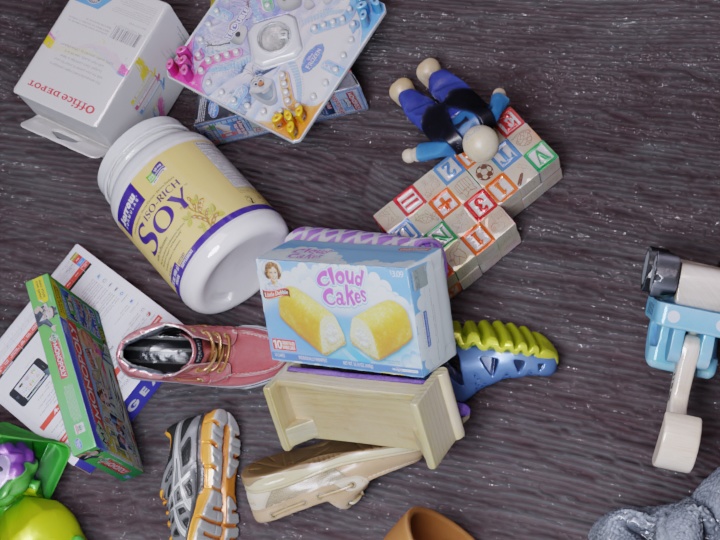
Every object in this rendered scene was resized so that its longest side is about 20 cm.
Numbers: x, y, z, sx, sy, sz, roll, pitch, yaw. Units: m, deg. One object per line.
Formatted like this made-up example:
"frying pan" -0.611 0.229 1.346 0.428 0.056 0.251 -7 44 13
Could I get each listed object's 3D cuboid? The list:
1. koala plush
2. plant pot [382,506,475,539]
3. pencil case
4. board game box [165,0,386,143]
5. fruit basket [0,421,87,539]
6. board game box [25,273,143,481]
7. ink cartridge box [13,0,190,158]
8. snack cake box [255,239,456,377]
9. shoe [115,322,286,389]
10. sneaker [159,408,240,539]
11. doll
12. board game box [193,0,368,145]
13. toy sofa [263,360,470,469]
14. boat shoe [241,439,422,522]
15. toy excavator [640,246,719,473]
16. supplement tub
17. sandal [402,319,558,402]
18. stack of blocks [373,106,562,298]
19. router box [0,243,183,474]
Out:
"koala plush" 0.338 0.251 1.254 0.200 0.177 0.184 -43 56 -1
"plant pot" 0.069 0.350 1.276 0.140 0.200 0.200 -46 66 12
"pencil case" 0.000 0.000 1.436 0.199 0.084 0.086 6 104 42
"board game box" -0.102 -0.274 1.562 0.199 0.026 0.201 29 79 21
"fruit basket" -0.382 0.274 1.415 0.215 0.155 0.217 -10 72 34
"board game box" -0.292 0.116 1.414 0.029 0.135 0.201 -22 67 4
"ink cartridge box" -0.309 -0.228 1.605 0.128 0.125 0.201 24 77 20
"snack cake box" -0.006 0.035 1.356 0.199 0.067 0.116 3 111 38
"shoe" -0.166 0.093 1.441 0.199 0.091 0.072 1 85 -8
"sneaker" -0.179 0.251 1.430 0.077 0.078 0.201 -6 64 25
"doll" 0.099 -0.168 1.483 0.136 0.049 0.200 -36 36 -2
"board game box" -0.087 -0.252 1.597 0.198 0.062 0.201 1 70 12
"toy sofa" 0.008 0.135 1.370 0.199 0.083 0.098 2 32 34
"boat shoe" -0.023 0.216 1.411 0.199 0.071 0.065 -14 102 2
"toy excavator" 0.325 0.087 1.324 0.099 0.194 0.201 10 95 6
"supplement tub" -0.192 -0.065 1.506 0.145 0.145 0.200 -42 67 -5
"sandal" 0.111 0.100 1.421 0.199 0.080 0.088 2 103 8
"stack of blocks" 0.129 -0.072 1.480 0.200 0.059 0.115 -39 66 -3
"router box" -0.319 0.100 1.526 0.179 0.049 0.200 35 81 22
